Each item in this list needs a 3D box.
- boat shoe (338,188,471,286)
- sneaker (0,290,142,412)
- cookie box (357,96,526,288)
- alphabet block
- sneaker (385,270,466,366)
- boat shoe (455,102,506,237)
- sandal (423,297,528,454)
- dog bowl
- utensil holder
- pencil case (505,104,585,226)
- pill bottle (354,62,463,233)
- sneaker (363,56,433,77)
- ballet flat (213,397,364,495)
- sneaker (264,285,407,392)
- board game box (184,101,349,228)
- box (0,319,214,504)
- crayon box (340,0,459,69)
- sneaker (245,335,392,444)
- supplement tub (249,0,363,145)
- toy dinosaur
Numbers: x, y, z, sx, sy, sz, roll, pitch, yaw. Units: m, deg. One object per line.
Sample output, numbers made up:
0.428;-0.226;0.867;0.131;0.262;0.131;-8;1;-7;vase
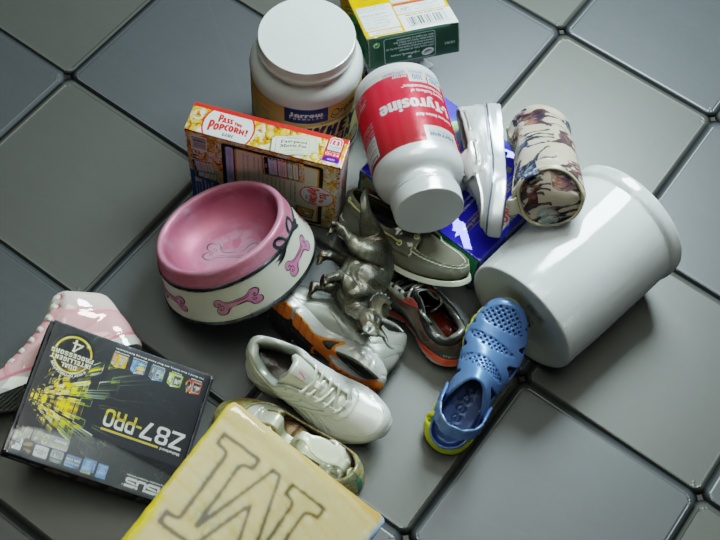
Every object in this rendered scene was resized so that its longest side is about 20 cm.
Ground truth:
0.054;-0.041;1.518;0.202;0.060;0.072;28;32;32;boat shoe
-0.371;0.091;1.459;0.200;0.075;0.105;-23;69;-23;sneaker
0.124;-0.104;1.595;0.200;0.075;0.171;39;66;17;cookie box
-0.127;0.288;1.278;0.200;0.195;0.196;38;63;0;alphabet block
0.065;0.028;1.515;0.200;0.082;0.077;42;67;18;sneaker
0.147;-0.124;1.531;0.065;0.074;0.200;0;52;2;boat shoe
0.138;0.125;1.423;0.079;0.087;0.200;23;89;5;sandal
-0.159;-0.030;1.493;0.200;0.074;0.200;-13;42;12;dog bowl
0.261;-0.003;1.498;0.200;0.170;0.170;-40;70;-19;utensil holder
0.219;-0.131;1.488;0.089;0.078;0.200;0;31;4;pencil case
0.063;-0.149;1.501;0.112;0.112;0.200;-8;55;-8;pill bottle
0.058;-0.277;1.674;0.115;0.075;0.200;-18;49;-13;sneaker
-0.082;0.196;1.423;0.200;0.071;0.071;29;64;13;ballet flat
-0.033;0.061;1.505;0.200;0.076;0.092;38;58;8;sneaker
-0.117;-0.128;1.552;0.200;0.152;0.046;15;62;4;board game box
-0.286;0.165;1.395;0.200;0.049;0.161;22;69;-15;box
0.047;-0.357;1.672;0.126;0.052;0.200;-12;44;-7;crayon box
-0.057;0.139;1.433;0.200;0.099;0.078;26;77;14;sneaker
-0.071;-0.241;1.588;0.144;0.200;0.144;1;61;-2;supplement tub
0.000;0.000;1.470;0.102;0.077;0.200;18;58;-15;toy dinosaur
